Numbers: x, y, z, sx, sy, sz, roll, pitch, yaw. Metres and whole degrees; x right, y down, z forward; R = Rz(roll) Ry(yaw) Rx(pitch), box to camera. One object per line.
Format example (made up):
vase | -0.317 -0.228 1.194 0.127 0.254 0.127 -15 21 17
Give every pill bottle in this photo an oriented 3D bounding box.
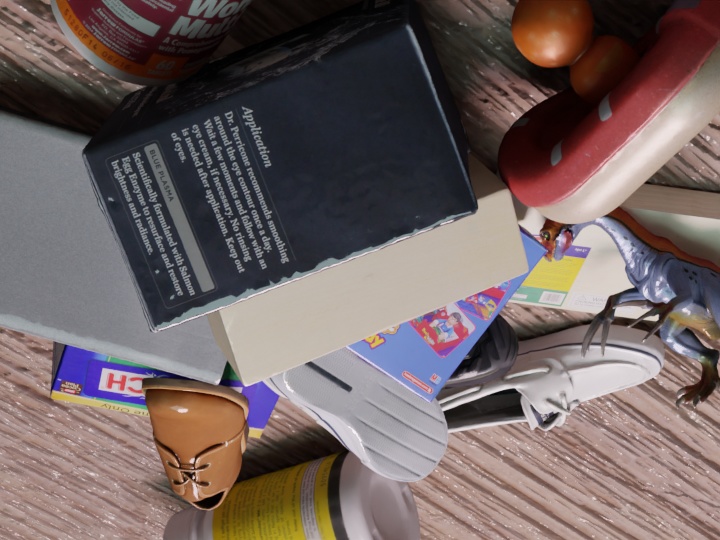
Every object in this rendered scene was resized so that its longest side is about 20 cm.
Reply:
pill bottle | -0.060 0.225 1.845 0.199 0.115 0.114 -18 141 25
pill bottle | -0.091 -0.201 1.234 0.109 0.110 0.200 18 142 -23

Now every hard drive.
hard drive | -0.170 -0.016 1.465 0.199 0.033 0.140 16 100 -13

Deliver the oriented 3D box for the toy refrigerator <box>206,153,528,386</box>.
toy refrigerator | 0.000 0.000 1.401 0.199 0.076 0.070 -22 116 -11

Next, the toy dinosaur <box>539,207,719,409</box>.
toy dinosaur | 0.209 0.009 1.542 0.105 0.200 0.182 -18 108 46

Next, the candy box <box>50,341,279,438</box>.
candy box | -0.128 0.030 1.596 0.168 0.077 0.200 10 145 -12

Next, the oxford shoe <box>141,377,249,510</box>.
oxford shoe | -0.116 0.125 1.569 0.071 0.072 0.200 5 159 10

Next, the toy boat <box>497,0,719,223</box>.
toy boat | 0.147 -0.124 1.356 0.131 0.131 0.200 41 136 -3

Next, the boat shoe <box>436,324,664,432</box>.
boat shoe | 0.138 0.093 1.692 0.199 0.066 0.074 -11 144 16

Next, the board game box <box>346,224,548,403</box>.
board game box | 0.009 -0.019 1.465 0.200 0.045 0.135 35 97 -27

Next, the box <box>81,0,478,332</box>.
box | -0.042 -0.071 1.292 0.199 0.197 0.118 -20 102 5

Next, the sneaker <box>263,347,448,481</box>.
sneaker | -0.008 0.083 1.558 0.073 0.071 0.200 -50 133 -4

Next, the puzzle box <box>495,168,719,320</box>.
puzzle box | 0.178 -0.016 1.570 0.199 0.026 0.133 8 145 -10

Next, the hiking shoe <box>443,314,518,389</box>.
hiking shoe | 0.042 0.058 1.640 0.199 0.076 0.100 -2 166 35
